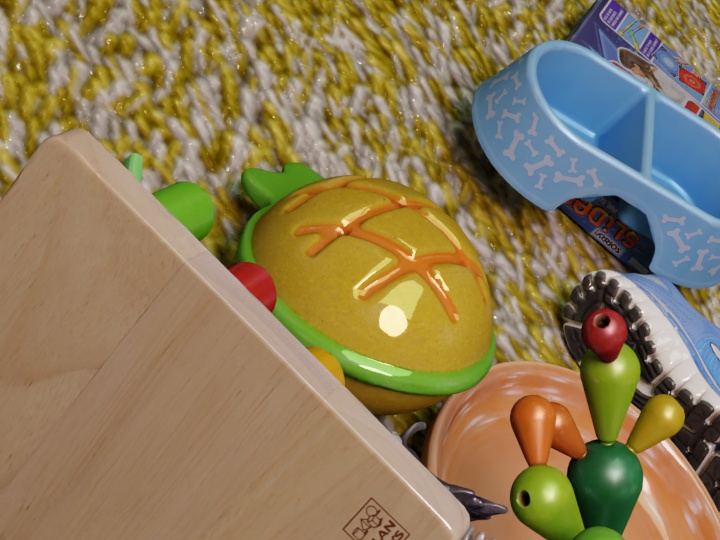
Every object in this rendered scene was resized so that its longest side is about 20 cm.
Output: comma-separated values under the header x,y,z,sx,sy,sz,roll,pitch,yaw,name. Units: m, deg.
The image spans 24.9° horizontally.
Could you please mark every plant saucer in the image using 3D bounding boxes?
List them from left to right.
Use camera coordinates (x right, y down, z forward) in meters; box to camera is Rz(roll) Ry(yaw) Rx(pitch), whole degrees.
x,y,z,sx,sy,sz,roll,pitch,yaw,name
0.110,0.141,0.843,0.199,0.037,0.201,21,46,-23,plant saucer

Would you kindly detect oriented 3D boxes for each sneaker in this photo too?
x,y,z,sx,sy,sz,roll,pitch,yaw,name
0.204,0.078,0.940,0.089,0.079,0.201,-12,64,-41,sneaker

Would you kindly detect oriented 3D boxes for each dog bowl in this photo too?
x,y,z,sx,sy,sz,roll,pitch,yaw,name
0.164,-0.069,1.001,0.199,0.050,0.112,28,43,-14,dog bowl

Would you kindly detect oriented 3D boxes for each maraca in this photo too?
x,y,z,sx,sy,sz,roll,pitch,yaw,name
0.000,0.000,0.828,0.136,0.108,0.201,17,26,-21,maraca

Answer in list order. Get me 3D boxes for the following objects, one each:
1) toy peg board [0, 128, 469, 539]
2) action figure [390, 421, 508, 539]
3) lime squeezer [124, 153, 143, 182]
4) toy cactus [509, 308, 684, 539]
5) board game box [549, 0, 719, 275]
x,y,z,sx,sy,sz,roll,pitch,yaw,name
-0.078,0.076,0.636,0.199,0.200,0.098,44,25,5,toy peg board
0.011,0.134,0.711,0.118,0.102,0.201,9,54,-6,action figure
-0.088,0.020,0.789,0.070,0.038,0.201,-11,62,-43,lime squeezer
0.113,0.132,0.705,0.101,0.165,0.202,-8,68,4,toy cactus
0.178,-0.096,1.099,0.135,0.034,0.200,40,41,-2,board game box
